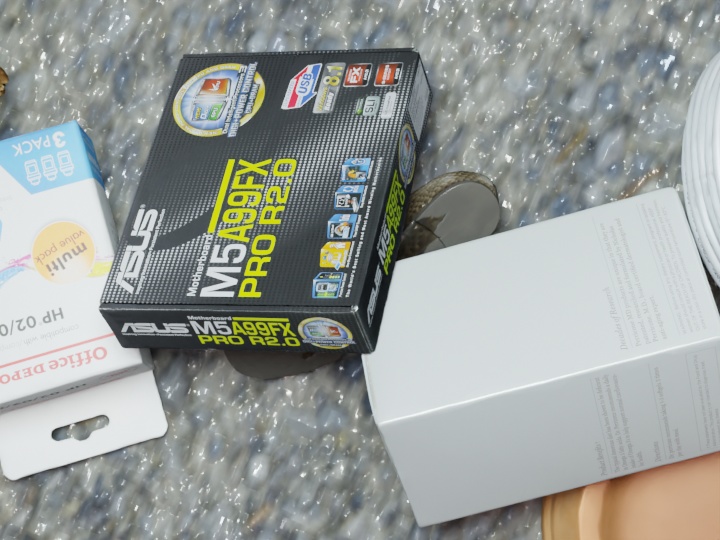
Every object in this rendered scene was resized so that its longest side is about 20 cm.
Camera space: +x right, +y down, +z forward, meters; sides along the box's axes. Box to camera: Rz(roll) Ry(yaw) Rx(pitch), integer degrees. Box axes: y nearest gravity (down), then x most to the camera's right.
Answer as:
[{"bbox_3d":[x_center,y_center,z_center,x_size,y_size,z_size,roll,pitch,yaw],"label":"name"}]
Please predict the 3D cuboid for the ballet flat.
[{"bbox_3d":[0.000,0.000,1.125,0.200,0.046,0.067,-35,113,8],"label":"ballet flat"}]

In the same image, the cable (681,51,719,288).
[{"bbox_3d":[0.277,-0.054,1.041,0.199,0.069,0.201,-8,82,-32],"label":"cable"}]

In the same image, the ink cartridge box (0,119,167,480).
[{"bbox_3d":[-0.201,0.021,1.125,0.115,0.068,0.201,-16,83,-3],"label":"ink cartridge box"}]

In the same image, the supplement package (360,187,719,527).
[{"bbox_3d":[0.107,0.052,1.048,0.199,0.117,0.118,-15,50,5],"label":"supplement package"}]

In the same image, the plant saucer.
[{"bbox_3d":[0.209,0.155,1.087,0.199,0.037,0.201,-1,85,7],"label":"plant saucer"}]

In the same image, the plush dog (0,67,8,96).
[{"bbox_3d":[-0.324,-0.093,1.088,0.160,0.200,0.172,32,69,-4],"label":"plush dog"}]

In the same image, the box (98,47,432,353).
[{"bbox_3d":[-0.053,-0.045,1.071,0.159,0.044,0.201,1,54,18],"label":"box"}]
